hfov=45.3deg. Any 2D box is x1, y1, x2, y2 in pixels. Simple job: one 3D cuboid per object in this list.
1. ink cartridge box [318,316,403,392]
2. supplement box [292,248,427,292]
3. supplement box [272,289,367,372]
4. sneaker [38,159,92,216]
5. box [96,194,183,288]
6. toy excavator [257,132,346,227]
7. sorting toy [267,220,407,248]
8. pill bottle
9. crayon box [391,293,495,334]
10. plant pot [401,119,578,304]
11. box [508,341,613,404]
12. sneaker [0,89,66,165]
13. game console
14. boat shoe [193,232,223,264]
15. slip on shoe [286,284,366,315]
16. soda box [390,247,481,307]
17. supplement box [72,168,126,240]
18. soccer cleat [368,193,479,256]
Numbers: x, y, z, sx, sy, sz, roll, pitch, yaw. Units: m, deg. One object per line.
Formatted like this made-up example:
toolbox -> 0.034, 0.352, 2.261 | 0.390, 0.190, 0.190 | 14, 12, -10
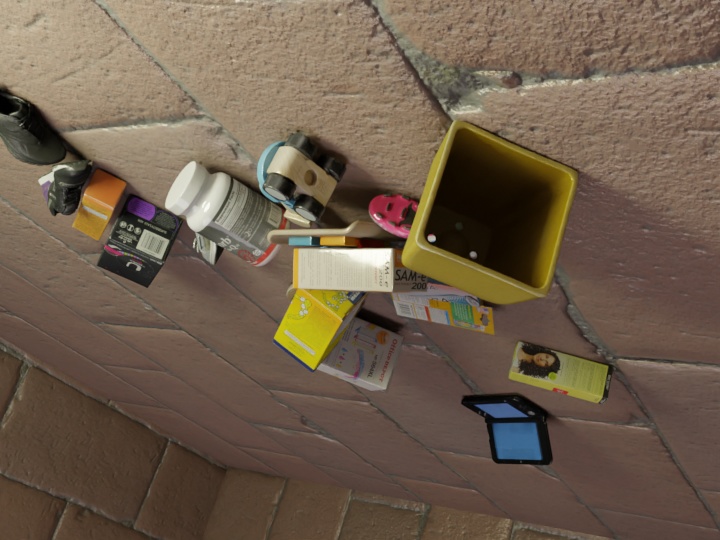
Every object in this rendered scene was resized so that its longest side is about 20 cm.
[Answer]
ink cartridge box -> -0.005, 0.181, 1.912 | 0.199, 0.129, 0.125 | 22, 167, -10
supplement box -> 0.000, 0.000, 1.475 | 0.199, 0.074, 0.126 | 1, 179, 32
supplement box -> -0.081, 0.090, 1.723 | 0.109, 0.109, 0.200 | 37, 138, 6
sneaker -> -0.550, -0.153, 1.642 | 0.075, 0.088, 0.200 | -13, 180, -33
box -> -0.459, -0.055, 1.785 | 0.122, 0.106, 0.200 | 26, 156, -14
toy excavator -> -0.107, -0.134, 1.408 | 0.194, 0.100, 0.200 | 35, 165, -34
sorting toy -> -0.030, -0.052, 1.479 | 0.199, 0.037, 0.185 | -5, 175, 38
pill bottle -> -0.232, -0.100, 1.515 | 0.200, 0.116, 0.116 | 31, 153, -26
crayon box -> 0.162, 0.057, 1.647 | 0.199, 0.052, 0.126 | 12, 155, 17
plant pot -> 0.162, -0.060, 1.240 | 0.195, 0.195, 0.200 | 22, 161, -8
box -> 0.410, 0.210, 1.769 | 0.199, 0.076, 0.050 | 14, 156, 7
sneaker -> -0.596, -0.254, 1.511 | 0.091, 0.076, 0.200 | -15, 144, 36
game console -> 0.361, 0.398, 2.149 | 0.176, 0.117, 0.200 | 33, 152, -30
boat shoe -> -0.292, -0.083, 1.655 | 0.065, 0.075, 0.202 | 22, 153, 7
slip on shoe -> -0.079, 0.067, 1.827 | 0.199, 0.061, 0.076 | 3, 152, 31
soda box -> 0.123, 0.010, 1.561 | 0.199, 0.064, 0.068 | 9, 154, 21
supplement box -> -0.525, -0.129, 1.725 | 0.069, 0.067, 0.200 | 25, 155, -15
soccer cleat -> 0.107, -0.065, 1.403 | 0.199, 0.070, 0.086 | 16, 156, 5
